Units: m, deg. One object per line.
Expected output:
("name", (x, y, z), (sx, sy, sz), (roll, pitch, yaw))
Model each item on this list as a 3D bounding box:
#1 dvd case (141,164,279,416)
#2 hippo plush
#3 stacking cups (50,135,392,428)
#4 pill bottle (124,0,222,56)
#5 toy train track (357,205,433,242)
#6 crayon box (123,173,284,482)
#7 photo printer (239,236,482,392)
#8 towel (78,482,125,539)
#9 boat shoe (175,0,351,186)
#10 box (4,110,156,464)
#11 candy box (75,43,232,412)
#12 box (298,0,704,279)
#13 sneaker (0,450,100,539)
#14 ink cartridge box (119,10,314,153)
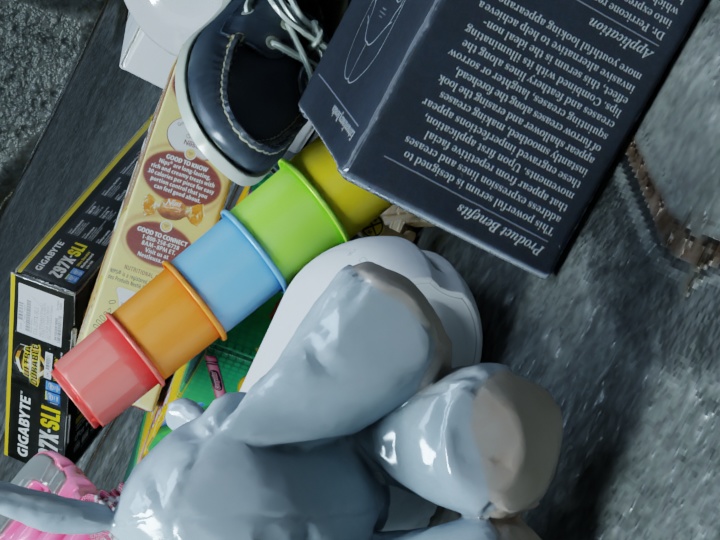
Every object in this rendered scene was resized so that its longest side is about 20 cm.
("dvd case", (-0.089, 0.029, 1.344), (0.201, 0.022, 0.146), (-62, 15, 4))
("hippo plush", (-0.018, 0.104, 0.775), (0.199, 0.160, 0.161), (-30, -6, -6))
("stacking cups", (-0.065, 0.006, 1.018), (0.200, 0.061, 0.060), (-42, 14, -7))
("pill bottle", (-0.054, -0.218, 1.306), (0.200, 0.114, 0.114), (-34, -10, -43))
("toy train track", (0.000, 0.000, 1.075), (0.201, 0.032, 0.115), (-68, 16, -8))
("crayon box", (-0.075, 0.050, 1.146), (0.200, 0.058, 0.119), (122, 165, -53))
("photo printer", (-0.017, 0.079, 0.936), (0.201, 0.069, 0.166), (-65, 15, -2))
("towel", (-0.087, 0.186, 0.911), (0.200, 0.030, 0.147), (-154, 48, -73))
("boat shoe", (-0.039, -0.112, 1.027), (0.062, 0.075, 0.200), (-31, 18, 26))
("box", (-0.162, 0.013, 1.316), (0.200, 0.049, 0.161), (-57, -19, -47))
("candy box", (-0.114, -0.023, 1.166), (0.115, 0.055, 0.201), (175, 114, -81))
("box", (0.070, -0.122, 0.897), (0.201, 0.107, 0.149), (-61, 16, 10))
("sneaker", (-0.137, 0.181, 1.172), (0.079, 0.095, 0.200), (-47, 40, -1))
("ink cartridge box", (-0.087, -0.188, 1.445), (0.084, 0.144, 0.200), (-58, 17, 26))
